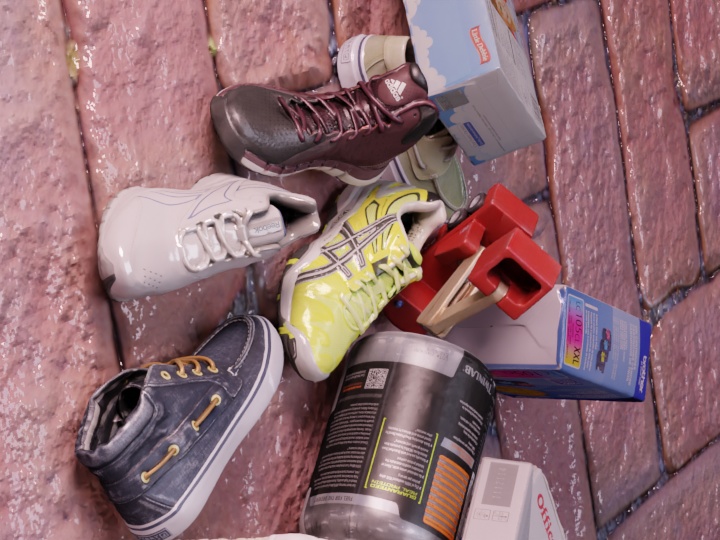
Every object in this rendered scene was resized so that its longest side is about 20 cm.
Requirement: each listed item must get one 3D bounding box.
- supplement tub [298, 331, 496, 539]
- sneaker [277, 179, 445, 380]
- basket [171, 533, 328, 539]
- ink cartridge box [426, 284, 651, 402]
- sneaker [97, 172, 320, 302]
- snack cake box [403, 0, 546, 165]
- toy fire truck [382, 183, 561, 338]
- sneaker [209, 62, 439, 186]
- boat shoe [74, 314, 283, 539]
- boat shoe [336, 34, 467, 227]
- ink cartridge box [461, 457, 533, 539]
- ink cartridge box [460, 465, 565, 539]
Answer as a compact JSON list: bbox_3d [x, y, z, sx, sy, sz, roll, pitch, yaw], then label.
[{"bbox_3d":[0.025,0.158,1.575,0.123,0.122,0.200,48,50,-45],"label":"supplement tub"},{"bbox_3d":[0.000,0.000,1.571,0.075,0.076,0.200,60,42,-37],"label":"sneaker"},{"bbox_3d":[-0.063,0.284,1.394,0.198,0.161,0.200,26,68,-54],"label":"basket"},{"bbox_3d":[0.161,0.066,1.779,0.200,0.136,0.076,19,74,-55],"label":"ink cartridge box"},{"bbox_3d":[-0.104,-0.029,1.415,0.200,0.087,0.075,-28,114,-53],"label":"sneaker"},{"bbox_3d":[0.083,-0.201,1.661,0.115,0.067,0.200,47,28,-54],"label":"snack cake box"},{"bbox_3d":[0.080,0.007,1.595,0.049,0.200,0.141,40,41,-14],"label":"toy fire truck"},{"bbox_3d":[-0.014,-0.122,1.515,0.200,0.115,0.076,2,61,-55],"label":"sneaker"},{"bbox_3d":[-0.120,0.082,1.400,0.091,0.071,0.200,56,40,-30],"label":"boat shoe"},{"bbox_3d":[0.046,-0.109,1.677,0.200,0.062,0.072,57,44,-39],"label":"boat shoe"},{"bbox_3d":[0.095,0.270,1.552,0.200,0.045,0.176,-69,162,-54],"label":"ink cartridge box"},{"bbox_3d":[0.096,0.274,1.713,0.200,0.087,0.145,-47,127,-46],"label":"ink cartridge box"}]
